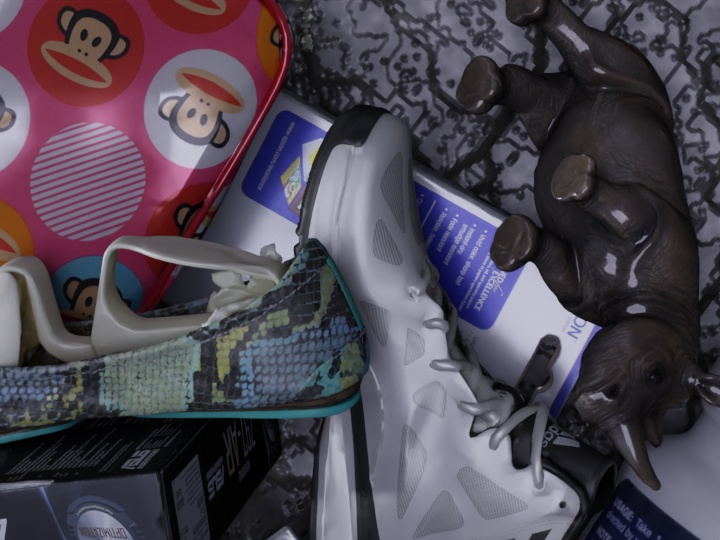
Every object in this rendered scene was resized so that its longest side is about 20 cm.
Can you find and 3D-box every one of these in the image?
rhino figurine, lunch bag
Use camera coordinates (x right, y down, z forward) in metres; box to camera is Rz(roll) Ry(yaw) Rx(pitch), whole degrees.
[{"bbox_3d":[0.093,-0.011,0.761,0.060,0.087,0.202,-33,51,33],"label":"rhino figurine"},{"bbox_3d":[-0.129,-0.091,0.765,0.199,0.082,0.177,30,99,-12],"label":"lunch bag"}]

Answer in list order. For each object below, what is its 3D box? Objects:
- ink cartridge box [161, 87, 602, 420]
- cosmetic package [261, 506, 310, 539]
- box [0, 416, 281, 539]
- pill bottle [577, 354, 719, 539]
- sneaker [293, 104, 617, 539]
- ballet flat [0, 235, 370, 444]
[{"bbox_3d":[0.000,0.000,0.831,0.199,0.039,0.100,30,97,7],"label":"ink cartridge box"},{"bbox_3d":[0.001,0.204,0.836,0.082,0.051,0.201,-35,88,10],"label":"cosmetic package"},{"bbox_3d":[-0.125,0.080,0.771,0.158,0.200,0.044,-8,97,8],"label":"box"},{"bbox_3d":[0.128,0.135,0.780,0.115,0.116,0.201,31,98,6],"label":"pill bottle"},{"bbox_3d":[0.041,0.039,0.762,0.114,0.076,0.203,2,104,20],"label":"sneaker"},{"bbox_3d":[-0.095,0.023,0.728,0.198,0.074,0.075,-8,92,9],"label":"ballet flat"}]
